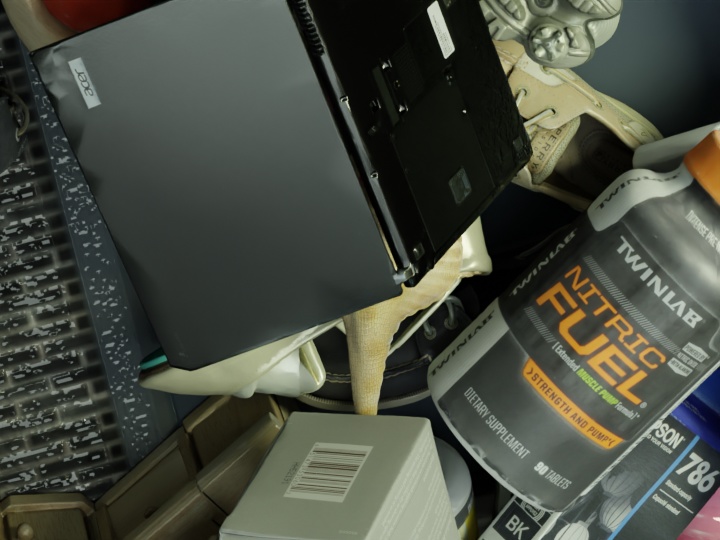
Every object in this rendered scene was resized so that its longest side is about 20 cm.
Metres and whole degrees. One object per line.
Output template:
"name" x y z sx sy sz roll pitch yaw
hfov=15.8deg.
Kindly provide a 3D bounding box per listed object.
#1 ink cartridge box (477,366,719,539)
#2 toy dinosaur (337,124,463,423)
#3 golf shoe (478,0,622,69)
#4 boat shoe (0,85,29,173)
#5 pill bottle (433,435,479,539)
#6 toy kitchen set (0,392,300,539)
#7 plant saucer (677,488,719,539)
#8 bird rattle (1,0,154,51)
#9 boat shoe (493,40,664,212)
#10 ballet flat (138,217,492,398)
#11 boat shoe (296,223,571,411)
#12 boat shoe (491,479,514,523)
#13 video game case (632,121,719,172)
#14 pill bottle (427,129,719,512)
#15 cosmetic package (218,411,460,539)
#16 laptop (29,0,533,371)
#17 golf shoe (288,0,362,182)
"ink cartridge box" 0.137 0.124 1.418 0.200 0.039 0.099 -53 135 3
"toy dinosaur" 0.000 0.000 1.291 0.101 0.058 0.201 10 101 -13
"golf shoe" 0.049 -0.182 1.316 0.200 0.097 0.078 43 109 0
"boat shoe" -0.201 -0.064 1.318 0.066 0.070 0.201 -5 115 -31
"pill bottle" 0.019 0.199 1.473 0.111 0.112 0.201 -13 118 -7
"toy kitchen set" -0.144 0.121 1.365 0.200 0.163 0.180 -41 118 8
"plant saucer" 0.226 0.083 1.502 0.199 0.051 0.202 -6 116 -12
"bird rattle" -0.104 -0.143 1.276 0.162 0.113 0.201 9 122 26
"boat shoe" 0.092 -0.079 1.379 0.199 0.065 0.072 28 107 -24
"ballet flat" -0.019 0.027 1.354 0.199 0.070 0.070 -31 119 4
"boat shoe" 0.050 0.017 1.403 0.199 0.073 0.063 -16 149 -10
"boat shoe" 0.103 0.123 1.474 0.060 0.076 0.201 -2 118 2
"video game case" 0.265 -0.012 1.378 0.181 0.024 0.200 -17 126 21
"pill bottle" 0.136 0.021 1.325 0.106 0.106 0.200 37 107 -26
"cosmetic package" 0.005 0.182 1.327 0.090 0.107 0.201 2 123 22
"laptop" -0.029 -0.078 1.230 0.103 0.200 0.178 -1 122 38
"golf shoe" -0.028 -0.086 1.351 0.072 0.092 0.201 -20 143 -40
